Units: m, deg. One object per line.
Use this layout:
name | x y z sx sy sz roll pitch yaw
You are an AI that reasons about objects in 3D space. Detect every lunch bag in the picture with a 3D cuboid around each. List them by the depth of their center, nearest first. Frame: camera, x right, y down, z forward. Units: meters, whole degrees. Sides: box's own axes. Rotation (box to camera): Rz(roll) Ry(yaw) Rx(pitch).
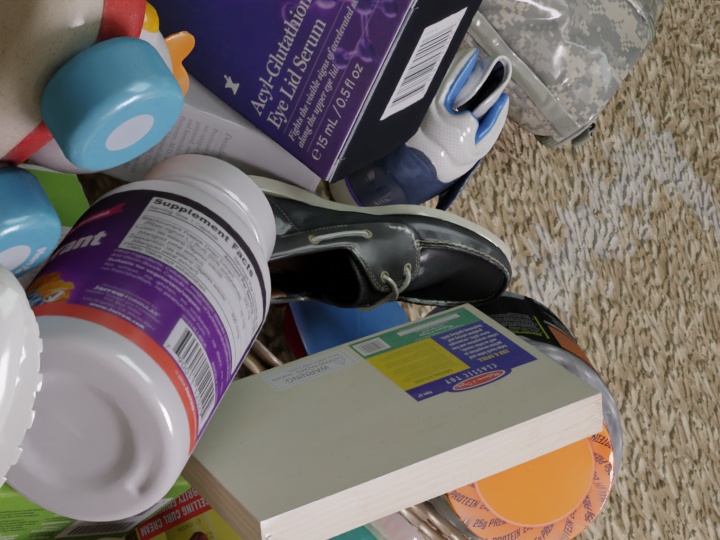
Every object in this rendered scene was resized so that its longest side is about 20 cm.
lunch bag | 0.131 -0.211 1.625 0.200 0.139 0.168 46 35 -16

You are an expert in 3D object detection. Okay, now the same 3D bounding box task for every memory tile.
memory tile | -0.007 0.102 1.193 0.153 0.017 0.200 42 -3 27

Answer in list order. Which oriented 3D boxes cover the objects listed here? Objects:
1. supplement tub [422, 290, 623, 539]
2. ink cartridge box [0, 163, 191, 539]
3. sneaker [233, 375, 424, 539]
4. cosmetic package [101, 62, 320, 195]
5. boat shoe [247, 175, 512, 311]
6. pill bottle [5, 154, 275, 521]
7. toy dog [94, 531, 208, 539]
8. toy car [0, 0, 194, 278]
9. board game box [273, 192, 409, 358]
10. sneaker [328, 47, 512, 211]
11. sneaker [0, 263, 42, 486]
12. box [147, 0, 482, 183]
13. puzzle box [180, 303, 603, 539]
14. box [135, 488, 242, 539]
supplement tub | 0.086 0.088 1.199 0.123 0.122 0.200 52 5 -10
ink cartridge box | -0.190 0.043 1.075 0.148 0.076 0.201 4 56 -50
sneaker | -0.054 0.133 1.177 0.200 0.071 0.080 40 71 1
cosmetic package | -0.117 -0.103 1.209 0.199 0.074 0.102 18 37 -10
boat shoe | 0.000 0.000 1.183 0.199 0.072 0.068 9 43 -24
pill bottle | -0.110 0.024 1.019 0.111 0.111 0.200 48 32 -14
toy dog | -0.056 0.179 1.031 0.199 0.132 0.096 21 49 21
toy car | -0.142 -0.108 0.995 0.185 0.177 0.200 56 27 17
board game box | -0.017 0.045 1.292 0.200 0.039 0.158 52 23 -35
sneaker | 0.065 -0.119 1.460 0.081 0.146 0.200 48 35 -14
sneaker | -0.214 0.081 0.910 0.080 0.200 0.076 14 23 -44
box | -0.039 -0.175 1.164 0.200 0.148 0.104 37 37 16
puzzle box | 0.008 0.078 1.044 0.199 0.133 0.026 -18 118 -23
box | -0.061 0.203 1.108 0.050 0.075 0.201 14 54 -60
